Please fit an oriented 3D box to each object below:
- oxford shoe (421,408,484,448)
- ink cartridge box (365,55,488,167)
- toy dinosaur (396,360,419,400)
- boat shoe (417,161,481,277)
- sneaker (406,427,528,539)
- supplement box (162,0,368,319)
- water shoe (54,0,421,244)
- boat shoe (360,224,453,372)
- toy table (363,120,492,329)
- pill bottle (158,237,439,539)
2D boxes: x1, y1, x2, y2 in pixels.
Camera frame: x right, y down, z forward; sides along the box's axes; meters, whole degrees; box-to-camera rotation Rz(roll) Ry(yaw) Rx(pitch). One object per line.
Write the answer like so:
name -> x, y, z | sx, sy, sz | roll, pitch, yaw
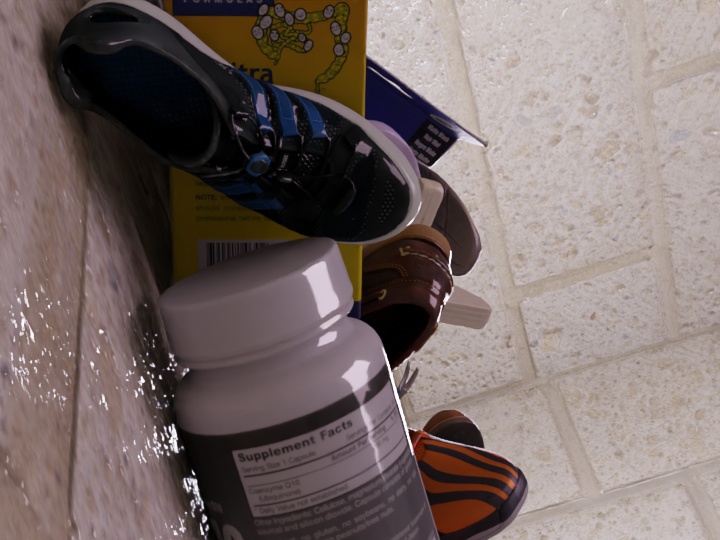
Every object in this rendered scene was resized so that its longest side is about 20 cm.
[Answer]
oxford shoe -> 0.058, 0.169, 1.111 | 0.201, 0.070, 0.072 | 101, -24, -52
ink cartridge box -> -0.018, -0.156, 1.066 | 0.198, 0.041, 0.200 | 31, 2, -34
toy dinosaur -> -0.036, 0.145, 1.082 | 0.104, 0.202, 0.181 | 31, -5, -21
boat shoe -> 0.030, -0.065, 1.107 | 0.200, 0.076, 0.072 | 42, 9, 22
sneaker -> -0.003, 0.103, 0.758 | 0.078, 0.198, 0.113 | -52, 127, -43
supplement box -> -0.053, -0.083, 0.733 | 0.109, 0.108, 0.203 | -100, -170, -67
water shoe -> -0.061, -0.060, 0.637 | 0.198, 0.072, 0.079 | 27, 25, -11
boat shoe -> -0.016, 0.050, 0.829 | 0.070, 0.200, 0.071 | 28, 41, -20
toy table -> 0.000, 0.000, 0.986 | 0.117, 0.181, 0.203 | -129, -137, -54
pill bottle -> -0.030, 0.094, 0.665 | 0.114, 0.112, 0.203 | -96, 170, -77
